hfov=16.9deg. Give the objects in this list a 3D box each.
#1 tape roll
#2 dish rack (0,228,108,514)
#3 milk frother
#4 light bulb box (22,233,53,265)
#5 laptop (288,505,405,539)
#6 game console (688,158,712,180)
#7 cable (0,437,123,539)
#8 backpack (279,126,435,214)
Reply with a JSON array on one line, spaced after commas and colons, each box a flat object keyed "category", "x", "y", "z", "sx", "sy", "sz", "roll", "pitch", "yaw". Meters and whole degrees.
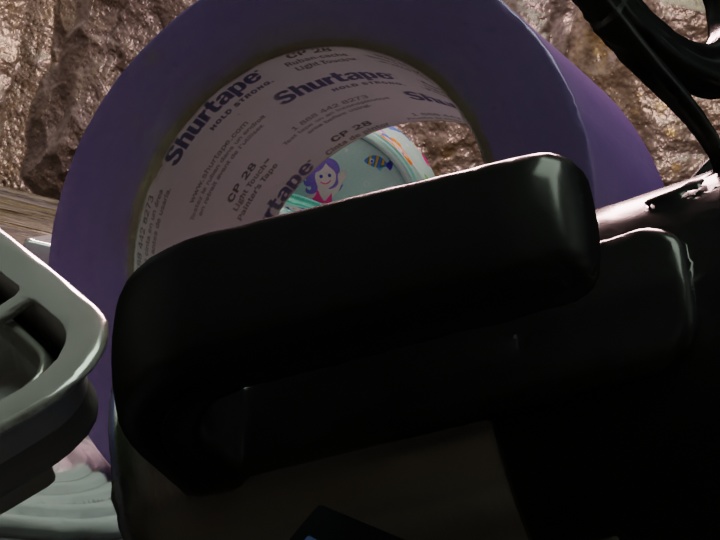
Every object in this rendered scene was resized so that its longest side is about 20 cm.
[{"category": "tape roll", "x": 0.000, "y": 0.000, "z": 0.816, "sx": 0.200, "sy": 0.200, "sz": 0.085, "roll": 15, "pitch": -8, "yaw": 30}, {"category": "dish rack", "x": -0.174, "y": 0.054, "z": 0.658, "sx": 0.200, "sy": 0.044, "sz": 0.172, "roll": -30, "pitch": 33, "yaw": -20}, {"category": "milk frother", "x": 0.030, "y": -0.003, "z": 0.682, "sx": 0.188, "sy": 0.200, "sz": 0.181, "roll": -16, "pitch": -50, "yaw": 19}, {"category": "light bulb box", "x": -0.043, "y": 0.063, "z": 1.025, "sx": 0.200, "sy": 0.125, "sz": 0.198, "roll": 14, "pitch": 4, "yaw": 3}, {"category": "laptop", "x": -0.036, "y": 0.114, "z": 0.484, "sx": 0.200, "sy": 0.103, "sz": 0.177, "roll": 9, "pitch": 5, "yaw": -42}, {"category": "game console", "x": 0.159, "y": 0.045, "z": 0.877, "sx": 0.200, "sy": 0.172, "sz": 0.119, "roll": 38, "pitch": -13, "yaw": 21}, {"category": "cable", "x": -0.159, "y": 0.081, "z": 0.801, "sx": 0.200, "sy": 0.069, "sz": 0.200, "roll": 9, "pitch": 5, "yaw": -44}, {"category": "backpack", "x": -0.050, "y": 0.011, "z": 1.199, "sx": 0.177, "sy": 0.200, "sz": 0.151, "roll": 14, "pitch": 4, "yaw": 10}]
